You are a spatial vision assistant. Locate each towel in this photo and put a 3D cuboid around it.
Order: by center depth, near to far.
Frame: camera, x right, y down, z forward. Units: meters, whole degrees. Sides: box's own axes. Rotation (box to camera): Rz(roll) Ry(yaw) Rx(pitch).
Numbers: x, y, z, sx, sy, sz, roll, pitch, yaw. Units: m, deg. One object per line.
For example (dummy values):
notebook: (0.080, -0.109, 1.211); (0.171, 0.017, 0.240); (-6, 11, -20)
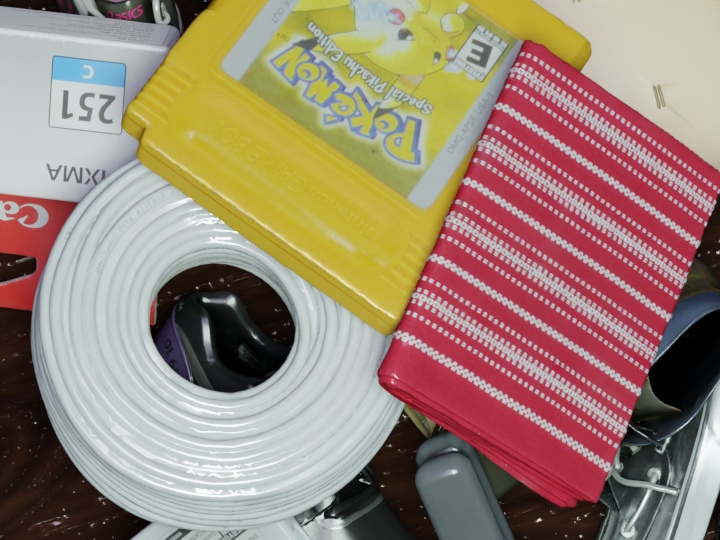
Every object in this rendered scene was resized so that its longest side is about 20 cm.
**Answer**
towel: (0.098, 0.004, 1.525); (0.144, 0.022, 0.201); (33, 71, -26)

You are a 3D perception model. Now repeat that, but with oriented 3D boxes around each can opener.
can opener: (0.067, 0.182, 1.594); (0.066, 0.053, 0.201); (-16, 112, 7)

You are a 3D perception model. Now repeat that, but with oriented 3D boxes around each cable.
cable: (-0.069, 0.032, 1.541); (0.199, 0.069, 0.201); (2, 74, -6)

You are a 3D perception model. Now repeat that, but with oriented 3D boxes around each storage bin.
storage bin: (0.130, -0.125, 1.640); (0.199, 0.094, 0.199); (-15, 86, -1)

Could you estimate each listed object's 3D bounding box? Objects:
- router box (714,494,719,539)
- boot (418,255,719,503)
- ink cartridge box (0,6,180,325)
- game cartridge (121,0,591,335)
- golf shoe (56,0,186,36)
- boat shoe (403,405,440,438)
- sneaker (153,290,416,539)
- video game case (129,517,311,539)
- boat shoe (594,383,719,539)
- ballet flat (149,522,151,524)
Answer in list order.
router box: (0.229, 0.080, 1.596); (0.051, 0.149, 0.201); (9, 85, 0)
boot: (0.118, 0.065, 1.591); (0.200, 0.097, 0.075); (-47, 117, -4)
ink cartridge box: (-0.203, -0.054, 1.614); (0.199, 0.045, 0.177); (6, 112, 3)
game cartridge: (-0.002, -0.092, 1.539); (0.176, 0.032, 0.200); (35, 62, 2)
golf shoe: (-0.124, -0.111, 1.641); (0.077, 0.088, 0.201); (-21, 87, -4)
boat shoe: (0.000, 0.000, 1.634); (0.063, 0.073, 0.200); (-41, 87, -18)
sneaker: (-0.036, 0.094, 1.599); (0.200, 0.076, 0.088); (41, 130, 12)
video game case: (-0.080, 0.225, 1.602); (0.200, 0.023, 0.182); (-39, 89, 21)
boat shoe: (0.155, 0.118, 1.631); (0.068, 0.074, 0.200); (17, 99, -1)
ballet flat: (-0.026, 0.183, 1.628); (0.199, 0.063, 0.069); (19, 87, 1)
